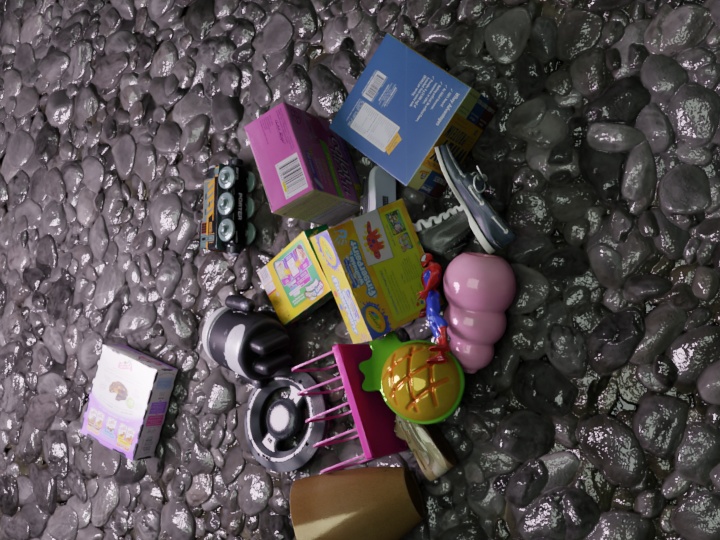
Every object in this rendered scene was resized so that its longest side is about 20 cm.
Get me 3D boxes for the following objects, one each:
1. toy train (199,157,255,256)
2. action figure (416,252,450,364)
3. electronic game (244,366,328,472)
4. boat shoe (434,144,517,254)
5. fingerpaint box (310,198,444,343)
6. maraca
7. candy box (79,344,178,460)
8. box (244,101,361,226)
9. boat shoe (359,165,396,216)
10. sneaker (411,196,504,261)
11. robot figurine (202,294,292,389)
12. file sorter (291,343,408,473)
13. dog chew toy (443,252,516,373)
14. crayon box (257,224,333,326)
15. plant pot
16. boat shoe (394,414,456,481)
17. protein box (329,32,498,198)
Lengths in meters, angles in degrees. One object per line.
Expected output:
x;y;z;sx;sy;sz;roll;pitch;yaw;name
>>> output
-0.275;-0.127;1.771;0.113;0.085;0.202;-5;83;38;toy train
0.118;0.054;1.451;0.051;0.066;0.201;-1;55;2;action figure
-0.145;0.286;1.678;0.199;0.042;0.202;-9;74;33;electronic game
0.189;-0.126;1.440;0.062;0.075;0.201;-30;83;17;boat shoe
0.030;0.001;1.507;0.073;0.166;0.201;-18;96;60;fingerpaint box
0.085;0.179;1.475;0.199;0.107;0.138;24;82;32;maraca
-0.494;0.277;1.856;0.167;0.071;0.202;19;95;29;candy box
-0.097;-0.190;1.607;0.096;0.200;0.177;-26;73;24;box
0.024;-0.093;1.602;0.066;0.069;0.202;-20;67;56;boat shoe
0.167;-0.066;1.530;0.199;0.066;0.091;-18;83;27;sneaker
-0.216;0.137;1.674;0.199;0.124;0.151;14;79;45;robot figurine
-0.025;0.248;1.562;0.125;0.139;0.201;-25;74;26;file sorter
0.194;0.073;1.471;0.124;0.124;0.202;11;98;29;dog chew toy
-0.105;0.012;1.617;0.200;0.058;0.119;-36;77;51;crayon box
0.006;0.423;1.520;0.199;0.186;0.188;-23;74;12;plant pot
0.088;0.274;1.534;0.064;0.071;0.201;-42;67;21;boat shoe
0.093;-0.271;1.546;0.200;0.135;0.199;40;104;26;protein box
